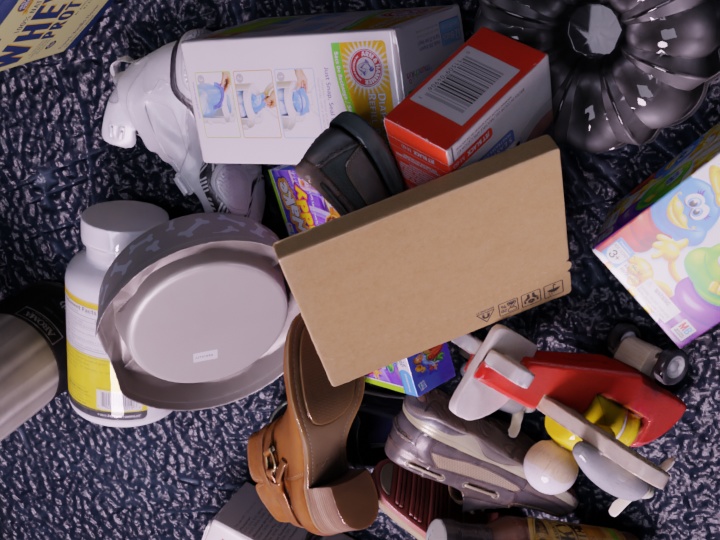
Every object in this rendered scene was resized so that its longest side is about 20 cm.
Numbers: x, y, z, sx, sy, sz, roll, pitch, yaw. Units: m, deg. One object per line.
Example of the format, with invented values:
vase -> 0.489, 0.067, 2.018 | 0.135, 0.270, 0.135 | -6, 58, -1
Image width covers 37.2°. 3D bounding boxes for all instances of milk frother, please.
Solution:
milk frother -> -0.390, 0.120, 1.081 | 0.180, 0.188, 0.200 | 25, 118, 11

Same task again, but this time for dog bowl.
dog bowl -> -0.137, 0.034, 0.939 | 0.199, 0.059, 0.200 | -13, 135, -14

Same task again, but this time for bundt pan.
bundt pan -> 0.174, -0.177, 0.800 | 0.201, 0.076, 0.203 | 8, 114, 18

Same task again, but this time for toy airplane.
toy airplane -> 0.155, 0.114, 0.856 | 0.199, 0.200, 0.142 | 16, 104, 16

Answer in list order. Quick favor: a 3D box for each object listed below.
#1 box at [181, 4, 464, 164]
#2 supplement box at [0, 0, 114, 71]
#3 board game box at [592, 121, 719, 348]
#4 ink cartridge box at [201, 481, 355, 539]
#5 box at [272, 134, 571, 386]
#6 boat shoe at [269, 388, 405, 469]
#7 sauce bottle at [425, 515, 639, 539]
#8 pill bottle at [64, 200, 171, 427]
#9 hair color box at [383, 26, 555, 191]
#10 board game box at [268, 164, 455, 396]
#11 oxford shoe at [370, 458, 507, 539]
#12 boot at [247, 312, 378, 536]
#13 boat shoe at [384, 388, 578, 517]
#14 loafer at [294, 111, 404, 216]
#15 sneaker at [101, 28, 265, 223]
box -> -0.025, -0.147, 0.852 | 0.199, 0.112, 0.102 | 5, 113, 33
supplement box -> -0.321, -0.282, 0.881 | 0.134, 0.200, 0.200 | -39, 94, 30
board game box -> 0.287, -0.053, 0.790 | 0.105, 0.103, 0.200 | 47, 120, -2
ink cartridge box -> -0.070, 0.332, 1.100 | 0.200, 0.084, 0.146 | 27, 118, 10
box -> 0.052, -0.002, 0.757 | 0.199, 0.021, 0.164 | -21, 141, -2
boat shoe -> -0.001, 0.153, 1.014 | 0.199, 0.062, 0.075 | 0, 113, 23
sauce bottle -> 0.153, 0.249, 0.936 | 0.199, 0.065, 0.065 | 11, 120, -22
pill bottle -> -0.225, 0.040, 1.026 | 0.112, 0.112, 0.201 | 13, 115, 16
hair color box -> 0.092, -0.066, 0.802 | 0.064, 0.111, 0.200 | 33, 158, 31
board game box -> 0.000, 0.000, 0.921 | 0.134, 0.045, 0.201 | 7, 118, 56
oxford shoe -> 0.072, 0.239, 0.984 | 0.200, 0.071, 0.075 | 38, 135, -24
boot -> -0.054, 0.141, 0.974 | 0.155, 0.077, 0.201 | -17, 91, 58
boat shoe -> 0.104, 0.171, 0.943 | 0.200, 0.075, 0.073 | 32, 107, -21
loafer -> 0.008, -0.024, 0.794 | 0.072, 0.063, 0.200 | 30, 154, 48
sneaker -> -0.159, -0.109, 0.963 | 0.115, 0.075, 0.201 | -6, 104, 25
